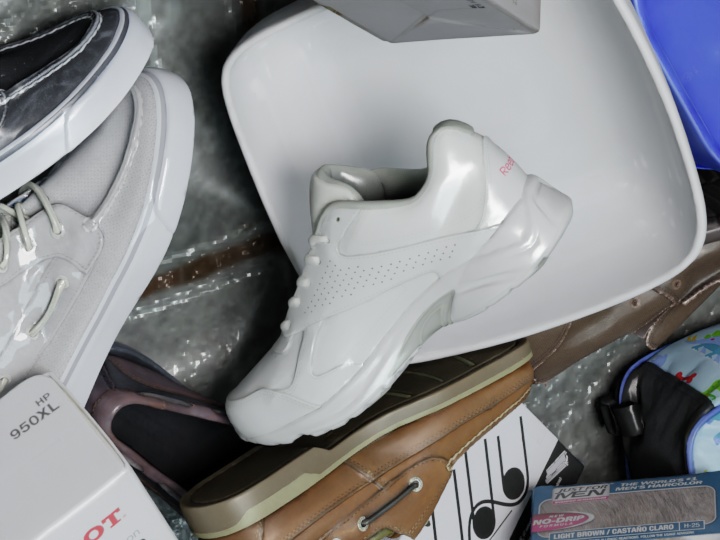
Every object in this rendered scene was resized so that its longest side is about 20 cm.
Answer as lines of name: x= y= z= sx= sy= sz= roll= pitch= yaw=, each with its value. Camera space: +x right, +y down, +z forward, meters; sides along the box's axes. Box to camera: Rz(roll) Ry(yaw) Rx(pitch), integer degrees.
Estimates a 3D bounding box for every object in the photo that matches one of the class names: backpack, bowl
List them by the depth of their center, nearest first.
bowl: x=0.053 y=-0.067 z=1.296 sx=0.199 sy=0.075 sz=0.200 roll=-18 pitch=116 yaw=15
backpack: x=0.256 y=0.109 z=1.441 sx=0.200 sy=0.147 sz=0.183 roll=-25 pitch=118 yaw=-20

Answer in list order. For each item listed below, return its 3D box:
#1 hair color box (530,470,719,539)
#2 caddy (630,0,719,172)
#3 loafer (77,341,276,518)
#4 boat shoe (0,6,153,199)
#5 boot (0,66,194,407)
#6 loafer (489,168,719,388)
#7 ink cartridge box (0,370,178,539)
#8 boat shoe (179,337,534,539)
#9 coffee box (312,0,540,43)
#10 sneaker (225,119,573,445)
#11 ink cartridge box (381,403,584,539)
hair color box: x=0.147 y=0.204 z=1.379 sx=0.100 sy=0.061 sz=0.200 roll=-6 pitch=117 yaw=9
caddy: x=0.181 y=-0.137 z=1.348 sx=0.141 sy=0.105 sz=0.200 roll=-38 pitch=117 yaw=-10
loafer: x=-0.064 y=0.100 z=1.329 sx=0.200 sy=0.063 sz=0.072 roll=29 pitch=92 yaw=-30
boat shoe: x=-0.187 y=-0.067 z=1.217 sx=0.200 sy=0.072 sz=0.068 roll=-35 pitch=119 yaw=-4
boot: x=-0.153 y=-0.008 z=1.243 sx=0.095 sy=0.074 sz=0.200 roll=17 pitch=100 yaw=-39
loafer: x=0.147 y=-0.001 z=1.404 sx=0.200 sy=0.073 sz=0.071 roll=-21 pitch=125 yaw=-13
ink cartridge box: x=-0.148 y=0.166 z=1.264 sx=0.145 sy=0.084 sz=0.200 roll=-37 pitch=138 yaw=-11
boat shoe: x=0.006 y=0.098 z=1.308 sx=0.200 sy=0.072 sz=0.068 roll=-28 pitch=104 yaw=-23
coffee box: x=0.026 y=-0.210 z=1.169 sx=0.114 sy=0.080 sz=0.201 roll=23 pitch=68 yaw=-63
sneaker: x=0.000 y=0.000 z=1.264 sx=0.200 sy=0.078 sz=0.099 roll=-40 pitch=98 yaw=20
ink cartridge box: x=0.034 y=0.155 z=1.363 sx=0.094 sy=0.044 sz=0.200 roll=45 pitch=63 yaw=-34
